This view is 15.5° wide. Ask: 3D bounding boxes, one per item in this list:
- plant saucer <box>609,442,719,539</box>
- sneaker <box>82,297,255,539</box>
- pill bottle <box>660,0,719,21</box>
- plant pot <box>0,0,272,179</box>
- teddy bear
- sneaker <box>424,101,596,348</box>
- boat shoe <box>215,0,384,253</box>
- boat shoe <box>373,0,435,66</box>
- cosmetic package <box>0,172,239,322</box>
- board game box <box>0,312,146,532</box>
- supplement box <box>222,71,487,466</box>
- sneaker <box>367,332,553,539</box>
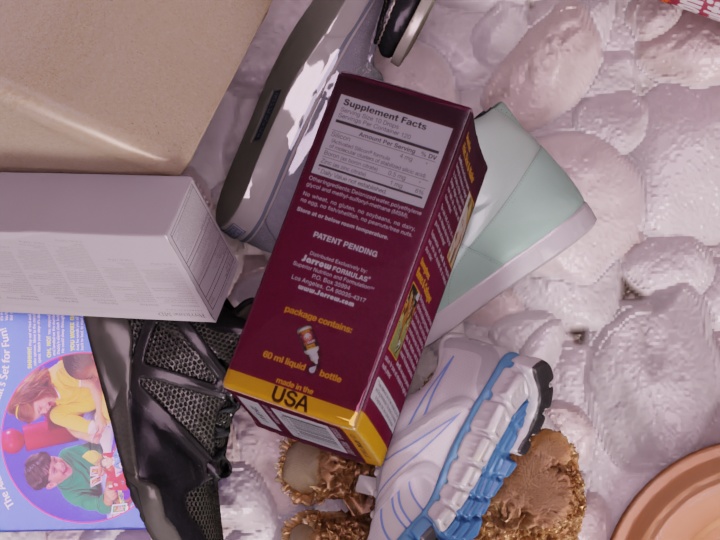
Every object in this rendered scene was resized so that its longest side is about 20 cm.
[{"bbox_3d":[0.249,0.206,1.650,0.199,0.032,0.201,0,88,1],"label":"plant saucer"},{"bbox_3d":[-0.092,0.088,1.597,0.114,0.076,0.200,-15,81,6],"label":"sneaker"},{"bbox_3d":[0.205,-0.218,1.635,0.199,0.110,0.110,19,87,3],"label":"pill bottle"},{"bbox_3d":[-0.169,-0.135,1.586,0.177,0.200,0.200,30,67,-8],"label":"plant pot"},{"bbox_3d":[0.042,0.143,1.649,0.199,0.067,0.145,-21,77,7],"label":"teddy bear"},{"bbox_3d":[0.035,-0.021,1.645,0.200,0.074,0.118,-36,93,-10],"label":"sneaker"},{"bbox_3d":[-0.021,-0.101,1.663,0.071,0.070,0.201,28,83,-21],"label":"boat shoe"},{"bbox_3d":[0.028,-0.216,1.628,0.066,0.075,0.200,22,64,-6],"label":"boat shoe"},{"bbox_3d":[-0.179,-0.016,1.566,0.199,0.083,0.051,3,51,25],"label":"cosmetic package"},{"bbox_3d":[-0.173,0.063,1.661,0.134,0.045,0.201,-1,87,1],"label":"board game box"},{"bbox_3d":[0.000,0.000,1.547,0.085,0.110,0.201,17,78,12],"label":"supplement box"},{"bbox_3d":[0.034,0.127,1.592,0.087,0.075,0.200,28,82,29],"label":"sneaker"}]
